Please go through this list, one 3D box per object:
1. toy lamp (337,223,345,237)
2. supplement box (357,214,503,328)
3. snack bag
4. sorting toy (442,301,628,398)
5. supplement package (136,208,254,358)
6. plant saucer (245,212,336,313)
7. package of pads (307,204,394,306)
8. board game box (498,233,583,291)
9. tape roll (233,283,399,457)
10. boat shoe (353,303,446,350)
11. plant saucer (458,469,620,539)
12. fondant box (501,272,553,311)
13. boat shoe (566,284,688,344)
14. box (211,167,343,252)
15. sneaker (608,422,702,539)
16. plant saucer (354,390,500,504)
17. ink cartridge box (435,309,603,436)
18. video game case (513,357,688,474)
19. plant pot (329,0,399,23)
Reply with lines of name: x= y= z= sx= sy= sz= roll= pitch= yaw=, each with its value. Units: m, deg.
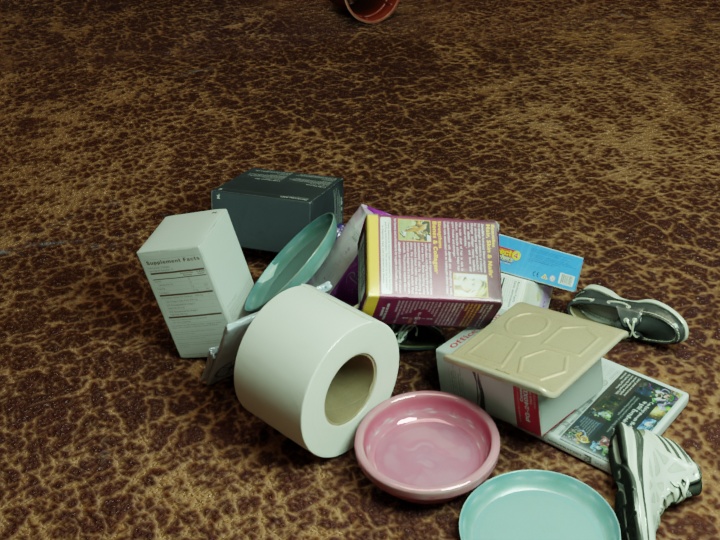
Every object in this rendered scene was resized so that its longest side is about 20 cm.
toy lamp: x=0.039 y=-0.039 z=1.785 sx=0.198 sy=0.059 sz=0.058 roll=19 pitch=39 yaw=30
supplement box: x=0.098 y=0.002 z=1.431 sx=0.196 sy=0.104 sz=0.133 roll=4 pitch=65 yaw=-7
snack bag: x=-0.144 y=0.094 z=1.486 sx=0.187 sy=0.201 sz=0.022 roll=-22 pitch=69 yaw=-27
sorting toy: x=0.240 y=0.110 z=1.353 sx=0.199 sy=0.037 sz=0.184 roll=-27 pitch=30 yaw=-37
supplement package: x=-0.249 y=0.022 z=1.565 sx=0.115 sy=0.202 sz=0.117 roll=-5 pitch=30 yaw=21
plant saucer: x=-0.102 y=-0.006 z=1.531 sx=0.200 sy=0.027 sz=0.201 roll=-44 pitch=16 yaw=15
package of pads: x=0.000 y=0.000 z=1.570 sx=0.119 sy=0.201 sz=0.076 roll=19 pitch=25 yaw=-38
board game box: x=0.237 y=-0.028 z=1.619 sx=0.197 sy=0.057 sz=0.196 roll=15 pitch=4 yaw=-10
tape roll: x=-0.060 y=0.139 z=1.379 sx=0.138 sy=0.205 sz=0.202 roll=24 pitch=41 yaw=36
boat shoe: x=0.056 y=0.092 z=1.520 sx=0.199 sy=0.075 sz=0.062 roll=15 pitch=29 yaw=-48
plant saucer: x=0.221 y=0.327 z=1.224 sx=0.196 sy=0.028 sz=0.201 roll=-3 pitch=33 yaw=2
fondant box: x=0.197 y=0.022 z=1.611 sx=0.198 sy=0.059 sz=0.144 roll=19 pitch=4 yaw=29
boat shoe: x=0.416 y=0.076 z=1.555 sx=0.060 sy=0.075 sz=0.199 roll=-28 pitch=37 yaw=-34
box: x=-0.152 y=-0.112 z=1.841 sx=0.197 sy=0.106 sz=0.182 roll=8 pitch=20 yaw=18
sneaker: x=0.380 y=0.282 z=1.235 sx=0.113 sy=0.076 sz=0.202 roll=10 pitch=44 yaw=-2
plant saucer: x=0.091 y=0.245 z=1.342 sx=0.197 sy=0.051 sz=0.202 roll=-3 pitch=33 yaw=2
ink cartridge box: x=0.226 y=0.141 z=1.428 sx=0.144 sy=0.085 sz=0.199 roll=-29 pitch=31 yaw=-33
video game case: x=0.344 y=0.200 z=1.417 sx=0.180 sy=0.024 sz=0.199 roll=23 pitch=40 yaw=35
plant pot: x=-0.008 y=-0.856 z=2.955 sx=0.198 sy=0.204 sz=0.195 roll=-19 pitch=28 yaw=-23
